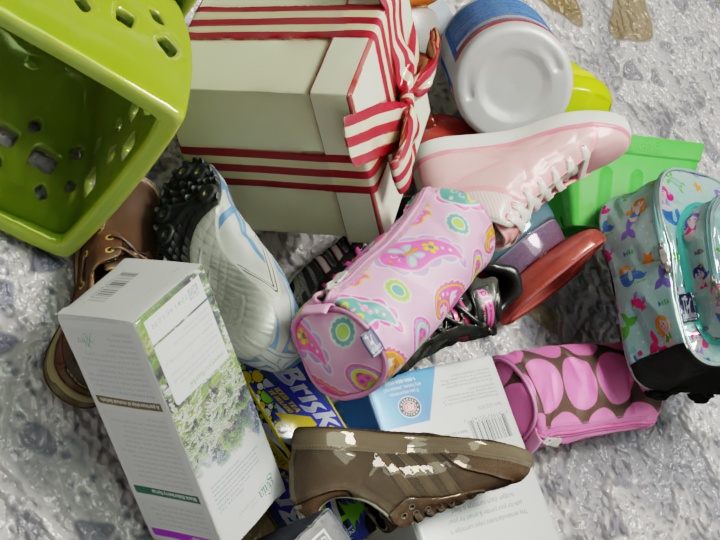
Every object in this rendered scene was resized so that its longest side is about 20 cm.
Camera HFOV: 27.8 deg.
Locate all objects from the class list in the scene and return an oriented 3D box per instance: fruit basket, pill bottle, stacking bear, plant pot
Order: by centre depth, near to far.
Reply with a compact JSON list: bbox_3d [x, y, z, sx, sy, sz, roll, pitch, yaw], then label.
[{"bbox_3d":[-0.240,-0.164,1.078,0.199,0.199,0.182,29,45,-22],"label":"plant pot"},{"bbox_3d":[0.114,-0.060,1.353,0.113,0.122,0.200,-35,79,-18],"label":"stacking bear"},{"bbox_3d":[0.134,-0.202,1.391,0.112,0.112,0.200,38,16,-16],"label":"pill bottle"},{"bbox_3d":[0.227,-0.133,1.464,0.214,0.155,0.218,5,81,-37],"label":"fruit basket"}]

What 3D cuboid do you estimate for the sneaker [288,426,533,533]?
[{"bbox_3d":[0.037,0.161,1.106,0.198,0.070,0.076,7,85,-21],"label":"sneaker"}]

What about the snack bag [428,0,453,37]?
[{"bbox_3d":[-0.001,-0.289,1.443,0.188,0.021,0.201,-37,95,-43],"label":"snack bag"}]

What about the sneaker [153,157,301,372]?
[{"bbox_3d":[-0.100,-0.003,1.106,0.072,0.072,0.201,38,19,-54],"label":"sneaker"}]

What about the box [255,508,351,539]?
[{"bbox_3d":[-0.056,0.312,1.007,0.198,0.123,0.201,-36,92,-42],"label":"box"}]

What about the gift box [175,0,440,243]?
[{"bbox_3d":[-0.040,-0.142,1.169,0.201,0.185,0.186,73,27,-51],"label":"gift box"}]

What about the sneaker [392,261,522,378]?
[{"bbox_3d":[0.069,0.029,1.187,0.200,0.083,0.077,-33,110,-52],"label":"sneaker"}]

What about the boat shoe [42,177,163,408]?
[{"bbox_3d":[-0.182,0.007,1.110,0.072,0.067,0.201,27,53,-24],"label":"boat shoe"}]

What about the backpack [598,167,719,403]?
[{"bbox_3d":[0.313,0.003,1.344,0.177,0.150,0.201,6,59,-42],"label":"backpack"}]

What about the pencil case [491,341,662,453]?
[{"bbox_3d":[0.198,0.117,1.336,0.199,0.091,0.094,-6,40,-39],"label":"pencil case"}]

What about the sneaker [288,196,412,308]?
[{"bbox_3d":[0.000,0.000,1.242,0.074,0.087,0.200,47,47,-7],"label":"sneaker"}]

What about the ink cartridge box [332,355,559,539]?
[{"bbox_3d":[0.070,0.186,1.199,0.144,0.085,0.201,-7,70,-38],"label":"ink cartridge box"}]

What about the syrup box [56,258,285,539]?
[{"bbox_3d":[-0.131,0.098,1.038,0.079,0.081,0.201,-44,127,-43],"label":"syrup box"}]

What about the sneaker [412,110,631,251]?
[{"bbox_3d":[0.147,-0.071,1.264,0.198,0.076,0.105,-10,63,-5],"label":"sneaker"}]

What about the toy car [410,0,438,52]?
[{"bbox_3d":[0.004,-0.281,1.327,0.199,0.150,0.176,-11,78,-40],"label":"toy car"}]

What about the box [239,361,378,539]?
[{"bbox_3d":[-0.058,0.129,1.140,0.064,0.070,0.201,-28,85,-41],"label":"box"}]

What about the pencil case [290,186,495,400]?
[{"bbox_3d":[0.027,0.012,1.083,0.088,0.087,0.200,50,44,-4],"label":"pencil case"}]
